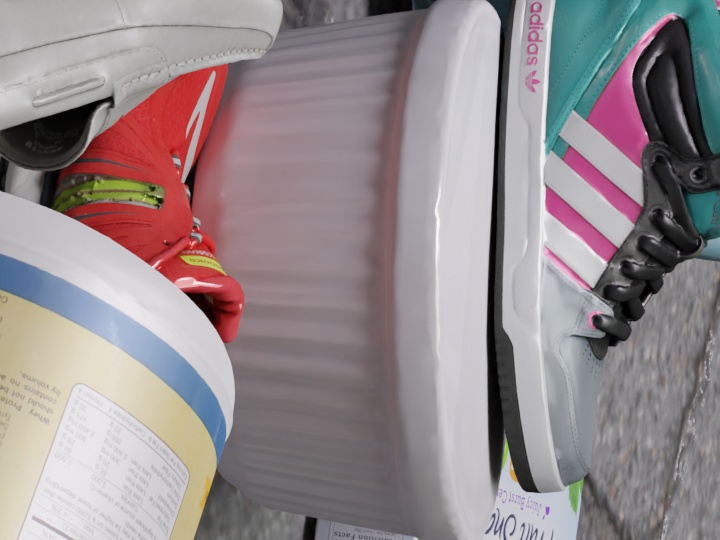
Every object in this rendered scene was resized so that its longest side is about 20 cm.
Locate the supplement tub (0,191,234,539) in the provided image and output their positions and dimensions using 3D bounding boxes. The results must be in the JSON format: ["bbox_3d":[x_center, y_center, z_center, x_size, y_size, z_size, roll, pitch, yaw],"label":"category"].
[{"bbox_3d":[-0.126,0.091,0.799,0.145,0.144,0.200,60,42,-53],"label":"supplement tub"}]

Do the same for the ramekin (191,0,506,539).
[{"bbox_3d":[0.000,0.000,1.095,0.202,0.094,0.203,2,90,-80],"label":"ramekin"}]

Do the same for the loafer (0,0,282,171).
[{"bbox_3d":[-0.097,-0.066,0.920,0.200,0.070,0.070,-9,106,-51],"label":"loafer"}]

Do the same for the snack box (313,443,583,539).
[{"bbox_3d":[0.043,0.098,1.305,0.200,0.053,0.143,26,72,-65],"label":"snack box"}]

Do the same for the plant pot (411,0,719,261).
[{"bbox_3d":[0.119,-0.097,1.286,0.200,0.196,0.196,-29,121,-54],"label":"plant pot"}]

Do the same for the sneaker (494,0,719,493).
[{"bbox_3d":[0.114,-0.015,1.120,0.084,0.120,0.201,-4,95,-80],"label":"sneaker"}]

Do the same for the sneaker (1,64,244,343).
[{"bbox_3d":[-0.073,-0.003,0.977,0.077,0.085,0.200,67,36,-49],"label":"sneaker"}]
